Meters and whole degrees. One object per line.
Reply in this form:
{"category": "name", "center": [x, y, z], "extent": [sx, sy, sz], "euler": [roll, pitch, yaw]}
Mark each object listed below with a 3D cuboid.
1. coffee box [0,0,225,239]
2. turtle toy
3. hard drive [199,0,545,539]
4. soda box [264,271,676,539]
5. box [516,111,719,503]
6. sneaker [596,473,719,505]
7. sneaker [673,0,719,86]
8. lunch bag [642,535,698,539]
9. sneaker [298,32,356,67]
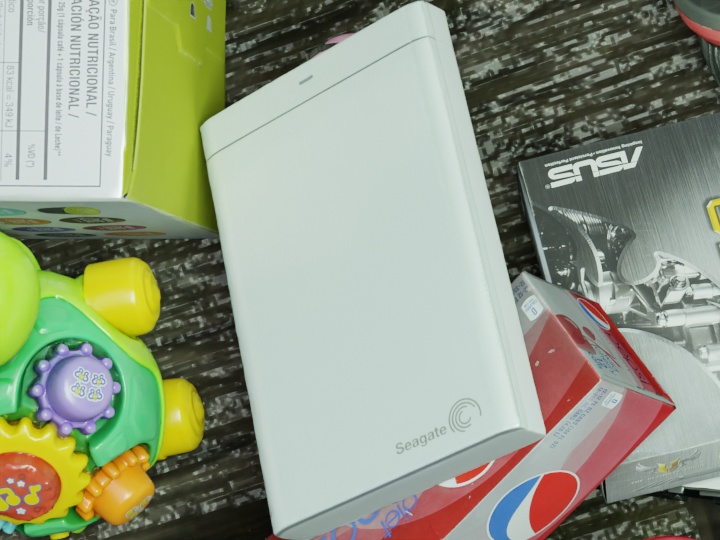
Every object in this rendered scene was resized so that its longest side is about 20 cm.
{"category": "coffee box", "center": [-0.173, -0.120, 1.061], "extent": [0.197, 0.200, 0.201], "euler": [0, 86, 8]}
{"category": "turtle toy", "center": [-0.161, 0.053, 1.070], "extent": [0.145, 0.101, 0.200], "euler": [-11, 127, 8]}
{"category": "hard drive", "center": [0.000, 0.000, 0.994], "extent": [0.132, 0.027, 0.200], "euler": [-27, 63, 30]}
{"category": "soda box", "center": [0.037, 0.098, 0.996], "extent": [0.200, 0.063, 0.070], "euler": [-47, 53, 18]}
{"category": "box", "center": [0.185, 0.004, 1.041], "extent": [0.199, 0.048, 0.159], "euler": [-13, 63, 2]}
{"category": "sneaker", "center": [0.170, 0.064, 1.069], "extent": [0.199, 0.076, 0.088], "euler": [7, 83, 9]}
{"category": "sneaker", "center": [0.224, -0.152, 1.069], "extent": [0.200, 0.098, 0.071], "euler": [-42, 53, -18]}
{"category": "lunch bag", "center": [0.104, 0.225, 0.960], "extent": [0.176, 0.082, 0.200], "euler": [-19, 71, -16]}
{"category": "sneaker", "center": [-0.019, -0.016, 1.088], "extent": [0.079, 0.095, 0.201], "euler": [6, 90, 6]}
